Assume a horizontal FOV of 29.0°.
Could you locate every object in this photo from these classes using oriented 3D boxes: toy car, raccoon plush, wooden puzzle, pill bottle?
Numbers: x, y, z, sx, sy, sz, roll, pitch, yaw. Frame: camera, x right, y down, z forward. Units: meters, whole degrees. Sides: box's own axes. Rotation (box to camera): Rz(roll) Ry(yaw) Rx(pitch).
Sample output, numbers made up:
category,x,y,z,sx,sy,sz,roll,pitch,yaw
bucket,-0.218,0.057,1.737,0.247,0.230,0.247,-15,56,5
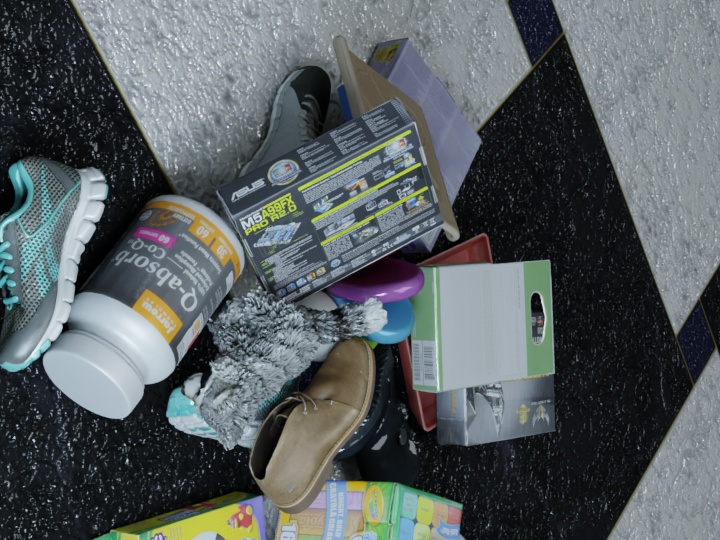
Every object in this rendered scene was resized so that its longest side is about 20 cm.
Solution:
category,x,y,z,sx,sy,sz,roll,pitch,yaw
toy car,0.000,0.000,1.523,0.175,0.150,0.200,-27,110,-47
raccoon plush,-0.072,0.087,1.325,0.134,0.200,0.097,-97,166,-48
wooden puzzle,0.030,-0.137,1.521,0.200,0.046,0.185,37,33,-51
pill bottle,-0.203,0.033,1.309,0.116,0.116,0.200,56,49,-32

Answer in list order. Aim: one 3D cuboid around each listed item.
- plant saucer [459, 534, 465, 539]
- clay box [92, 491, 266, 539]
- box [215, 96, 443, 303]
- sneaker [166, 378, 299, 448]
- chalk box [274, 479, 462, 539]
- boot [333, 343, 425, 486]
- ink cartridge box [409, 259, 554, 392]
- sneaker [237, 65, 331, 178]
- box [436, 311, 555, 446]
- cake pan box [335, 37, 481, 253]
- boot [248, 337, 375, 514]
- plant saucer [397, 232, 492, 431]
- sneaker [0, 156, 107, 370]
category,x,y,z,sx,sy,sz,roll,pitch,yaw
plant saucer,0.070,0.404,1.674,0.200,0.050,0.200,1,89,-49
clay box,-0.176,0.299,1.386,0.200,0.048,0.115,-10,96,-51
box,-0.025,-0.062,1.379,0.200,0.044,0.160,-28,140,-5
sneaker,-0.128,0.131,1.439,0.200,0.078,0.091,26,62,-55
chalk box,0.022,0.287,1.441,0.124,0.200,0.124,29,64,-48
boot,0.013,0.196,1.555,0.200,0.076,0.168,-63,142,-56
ink cartridge box,0.145,0.061,1.645,0.200,0.048,0.146,-4,92,-43
sneaker,-0.048,-0.140,1.495,0.075,0.115,0.200,43,58,-38
box,0.172,0.132,1.747,0.200,0.048,0.159,1,88,-50
cake pan box,0.057,-0.146,1.673,0.200,0.052,0.184,48,57,-38
boot,-0.047,0.144,1.423,0.075,0.074,0.200,48,58,-38
plant saucer,0.107,0.073,1.737,0.200,0.037,0.200,-24,108,-47
sneaker,-0.298,-0.011,1.235,0.091,0.078,0.200,25,66,-30
